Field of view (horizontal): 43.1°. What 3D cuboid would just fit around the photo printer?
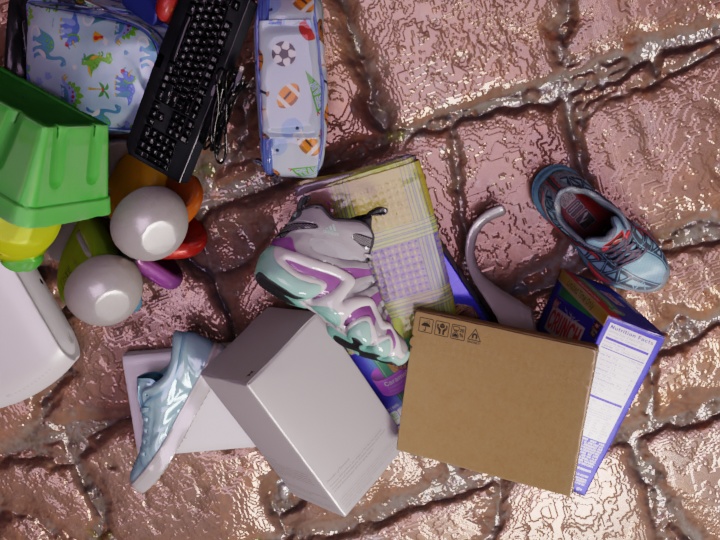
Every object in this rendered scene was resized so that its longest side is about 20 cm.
[{"bbox_3d":[-0.437,0.061,1.066,0.165,0.070,0.202,-24,104,5],"label":"photo printer"}]

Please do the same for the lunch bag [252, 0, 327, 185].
[{"bbox_3d":[-0.073,-0.191,0.963,0.075,0.160,0.202,1,99,-4],"label":"lunch bag"}]

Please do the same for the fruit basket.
[{"bbox_3d":[-0.356,-0.084,0.903,0.213,0.155,0.218,4,101,23],"label":"fruit basket"}]

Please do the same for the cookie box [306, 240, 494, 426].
[{"bbox_3d":[0.050,0.053,1.069,0.170,0.075,0.201,-34,102,8],"label":"cookie box"}]

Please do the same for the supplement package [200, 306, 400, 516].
[{"bbox_3d":[-0.062,0.156,1.037,0.120,0.121,0.201,-44,114,-25],"label":"supplement package"}]

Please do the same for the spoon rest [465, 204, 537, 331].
[{"bbox_3d":[0.163,0.029,1.057,0.060,0.099,0.202,-14,85,12],"label":"spoon rest"}]

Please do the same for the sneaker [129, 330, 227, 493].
[{"bbox_3d":[-0.234,0.160,1.072,0.081,0.074,0.201,28,92,-7],"label":"sneaker"}]

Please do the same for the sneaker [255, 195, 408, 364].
[{"bbox_3d":[0.000,0.000,0.951,0.200,0.077,0.141,39,71,-29],"label":"sneaker"}]

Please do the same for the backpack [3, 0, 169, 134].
[{"bbox_3d":[-0.274,-0.214,0.970,0.198,0.154,0.165,5,101,-14],"label":"backpack"}]

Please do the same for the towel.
[{"bbox_3d":[0.020,-0.019,1.002,0.142,0.023,0.202,-16,102,3],"label":"towel"}]

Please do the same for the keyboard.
[{"bbox_3d":[-0.160,-0.183,0.884,0.103,0.040,0.202,26,107,6],"label":"keyboard"}]

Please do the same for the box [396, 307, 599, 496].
[{"bbox_3d":[0.142,0.139,0.978,0.198,0.021,0.165,11,102,19],"label":"box"}]

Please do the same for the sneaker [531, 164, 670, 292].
[{"bbox_3d":[0.277,-0.035,1.040,0.199,0.096,0.080,37,102,-10],"label":"sneaker"}]

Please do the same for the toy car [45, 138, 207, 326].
[{"bbox_3d":[-0.251,-0.034,1.015,0.149,0.175,0.201,26,106,-45],"label":"toy car"}]

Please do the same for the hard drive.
[{"bbox_3d":[-0.182,0.156,1.118,0.198,0.026,0.133,-5,105,0],"label":"hard drive"}]

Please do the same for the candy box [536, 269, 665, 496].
[{"bbox_3d":[0.244,0.122,1.043,0.076,0.169,0.202,21,103,-10],"label":"candy box"}]

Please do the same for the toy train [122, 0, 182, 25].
[{"bbox_3d":[-0.168,-0.350,0.897,0.084,0.115,0.201,35,127,19],"label":"toy train"}]
